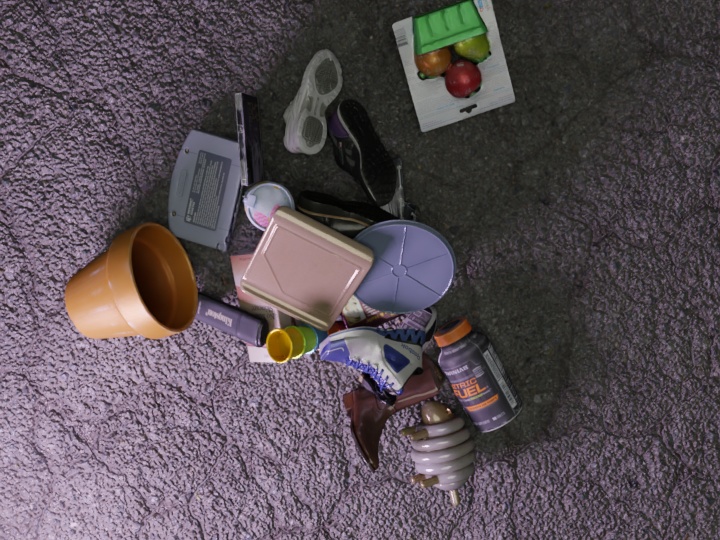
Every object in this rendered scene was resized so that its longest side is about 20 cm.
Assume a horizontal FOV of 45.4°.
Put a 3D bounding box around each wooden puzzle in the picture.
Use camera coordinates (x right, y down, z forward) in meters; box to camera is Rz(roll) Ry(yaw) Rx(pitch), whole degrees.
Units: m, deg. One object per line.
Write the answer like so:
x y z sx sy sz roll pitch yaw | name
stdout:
-0.093 -0.003 1.466 0.183 0.038 0.201 26 129 -9 | wooden puzzle

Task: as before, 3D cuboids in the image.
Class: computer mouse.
0.084 0.154 1.613 0.201 0.109 0.044 -51 123 -7 | computer mouse

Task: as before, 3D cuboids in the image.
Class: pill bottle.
0.213 0.190 1.611 0.105 0.106 0.202 -29 97 5 | pill bottle

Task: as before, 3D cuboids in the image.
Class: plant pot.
-0.424 0.038 1.557 0.180 0.200 0.204 -18 99 20 | plant pot

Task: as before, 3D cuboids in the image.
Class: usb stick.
-0.243 0.088 1.580 0.198 0.032 0.057 19 112 36 | usb stick

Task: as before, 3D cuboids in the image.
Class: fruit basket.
0.168 -0.374 1.549 0.182 0.094 0.203 -18 114 3 | fruit basket

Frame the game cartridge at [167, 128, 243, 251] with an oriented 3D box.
-0.284 -0.151 1.586 0.131 0.042 0.204 18 102 11 | game cartridge

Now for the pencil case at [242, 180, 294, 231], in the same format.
-0.163 -0.116 1.522 0.090 0.200 0.084 31 91 -11 | pencil case

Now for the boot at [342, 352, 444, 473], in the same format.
0.075 0.259 1.598 0.197 0.188 0.065 -24 138 4 | boot

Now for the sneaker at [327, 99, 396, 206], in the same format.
-0.001 -0.199 1.552 0.075 0.087 0.203 -11 73 -36 | sneaker

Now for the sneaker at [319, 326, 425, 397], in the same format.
0.032 0.164 1.513 0.195 0.081 0.117 0 71 -19 | sneaker

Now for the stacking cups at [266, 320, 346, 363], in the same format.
-0.084 0.123 1.551 0.060 0.199 0.062 2 94 35 | stacking cups

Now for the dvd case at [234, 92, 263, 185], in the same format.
-0.191 -0.228 1.502 0.016 0.200 0.152 -3 99 1 | dvd case

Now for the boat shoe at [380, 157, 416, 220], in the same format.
0.073 -0.107 1.588 0.066 0.072 0.204 -11 91 3 | boat shoe

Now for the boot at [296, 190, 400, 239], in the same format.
-0.027 -0.048 1.501 0.196 0.078 0.141 16 112 -5 | boot

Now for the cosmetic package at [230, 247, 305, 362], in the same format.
-0.162 0.060 1.584 0.102 0.087 0.204 -5 100 37 | cosmetic package

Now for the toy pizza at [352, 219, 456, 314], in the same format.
0.066 -0.008 1.481 0.196 0.032 0.203 1 128 1 | toy pizza

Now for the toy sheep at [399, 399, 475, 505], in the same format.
0.154 0.343 1.622 0.135 0.138 0.204 -12 95 2 | toy sheep

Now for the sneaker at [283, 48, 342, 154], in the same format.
-0.098 -0.304 1.553 0.077 0.099 0.204 27 73 -35 | sneaker

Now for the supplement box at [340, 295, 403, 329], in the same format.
0.000 0.000 1.584 0.129 0.103 0.203 -23 97 3 | supplement box
